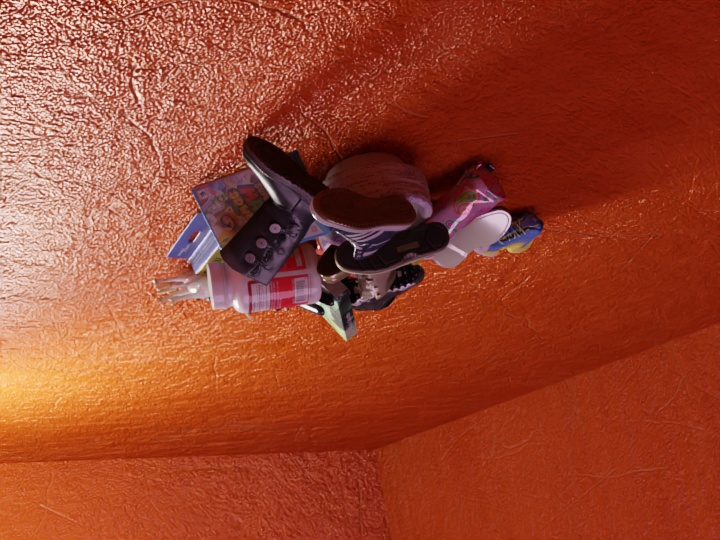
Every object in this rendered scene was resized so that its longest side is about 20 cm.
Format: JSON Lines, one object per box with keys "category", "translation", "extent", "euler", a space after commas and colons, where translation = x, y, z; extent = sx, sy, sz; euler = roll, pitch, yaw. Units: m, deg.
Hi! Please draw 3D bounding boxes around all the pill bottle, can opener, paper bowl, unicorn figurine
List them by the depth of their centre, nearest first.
{"category": "paper bowl", "translation": [0.016, -0.124, 1.455], "extent": [0.199, 0.105, 0.201], "euler": [-11, 159, -4]}
{"category": "pill bottle", "translation": [-0.178, 0.017, 1.591], "extent": [0.198, 0.113, 0.112], "euler": [-7, 159, -14]}
{"category": "unicorn figurine", "translation": [-0.314, 0.036, 1.677], "extent": [0.136, 0.200, 0.075], "euler": [-11, 119, -35]}
{"category": "can opener", "translation": [-0.121, 0.045, 1.715], "extent": [0.063, 0.200, 0.079], "euler": [-46, 130, -9]}

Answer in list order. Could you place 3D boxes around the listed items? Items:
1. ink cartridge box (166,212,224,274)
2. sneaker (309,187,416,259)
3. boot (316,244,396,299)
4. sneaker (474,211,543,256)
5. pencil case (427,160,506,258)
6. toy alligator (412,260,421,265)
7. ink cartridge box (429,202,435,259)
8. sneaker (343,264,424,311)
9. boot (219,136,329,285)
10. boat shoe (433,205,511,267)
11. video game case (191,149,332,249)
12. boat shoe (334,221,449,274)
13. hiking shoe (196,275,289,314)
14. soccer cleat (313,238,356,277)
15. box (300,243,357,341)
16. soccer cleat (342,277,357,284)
{"category": "ink cartridge box", "translation": [-0.238, -0.045, 1.614], "extent": [0.198, 0.047, 0.198], "euler": [-2, 158, -30]}
{"category": "sneaker", "translation": [-0.016, -0.068, 1.323], "extent": [0.199, 0.071, 0.108], "euler": [0, 153, -42]}
{"category": "boot", "translation": [0.000, 0.000, 1.628], "extent": [0.200, 0.072, 0.156], "euler": [-42, 143, -34]}
{"category": "sneaker", "translation": [0.302, -0.086, 1.768], "extent": [0.199, 0.076, 0.105], "euler": [-6, 152, -47]}
{"category": "pencil case", "translation": [0.166, -0.108, 1.556], "extent": [0.200, 0.088, 0.087], "euler": [-40, 149, 25]}
{"category": "toy alligator", "translation": [0.089, -0.033, 1.641], "extent": [0.054, 0.059, 0.200], "euler": [-42, 162, 17]}
{"category": "ink cartridge box", "translation": [0.124, -0.075, 1.732], "extent": [0.159, 0.051, 0.200], "euler": [-4, 162, -20]}
{"category": "sneaker", "translation": [0.052, 0.037, 1.816], "extent": [0.199, 0.067, 0.090], "euler": [-21, 150, 21]}
{"category": "boot", "translation": [-0.160, -0.088, 1.352], "extent": [0.164, 0.066, 0.200], "euler": [38, 124, -9]}
{"category": "boat shoe", "translation": [0.210, -0.076, 1.638], "extent": [0.072, 0.062, 0.200], "euler": [31, 138, -18]}
{"category": "video game case", "translation": [-0.160, -0.098, 1.393], "extent": [0.198, 0.144, 0.018], "euler": [-16, -159, 23]}
{"category": "boat shoe", "translation": [0.054, -0.033, 1.483], "extent": [0.198, 0.072, 0.076], "euler": [-9, 176, -2]}
{"category": "hiking shoe", "translation": [-0.249, 0.049, 1.788], "extent": [0.198, 0.088, 0.074], "euler": [-6, 159, -15]}
{"category": "soccer cleat", "translation": [-0.019, -0.038, 1.720], "extent": [0.084, 0.069, 0.200], "euler": [-16, 155, 24]}
{"category": "box", "translation": [-0.071, 0.047, 1.762], "extent": [0.036, 0.144, 0.201], "euler": [-38, 153, -14]}
{"category": "soccer cleat", "translation": [0.005, 0.012, 1.862], "extent": [0.198, 0.065, 0.084], "euler": [-12, 159, 2]}
